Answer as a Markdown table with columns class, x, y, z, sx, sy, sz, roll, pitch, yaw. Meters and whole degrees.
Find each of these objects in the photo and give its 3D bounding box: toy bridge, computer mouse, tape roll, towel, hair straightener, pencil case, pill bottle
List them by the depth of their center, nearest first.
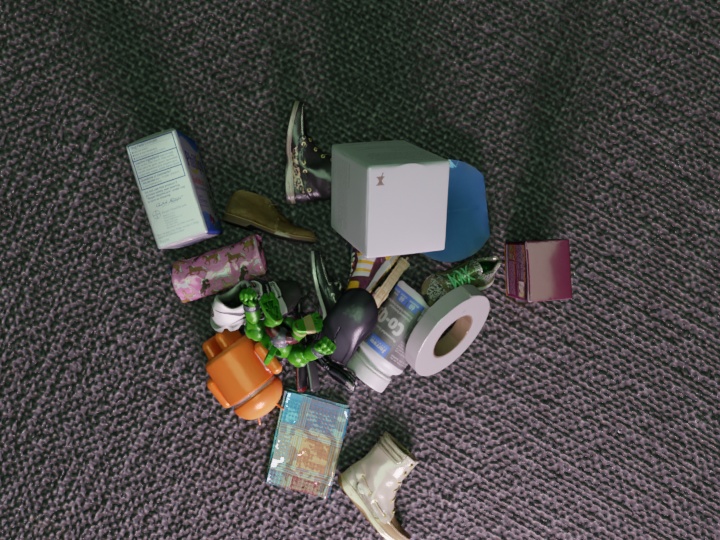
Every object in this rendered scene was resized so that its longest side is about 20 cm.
| class | x | y | z | sx | sy | sz | roll | pitch | yaw |
| --- | --- | --- | --- | --- | --- | --- | --- | --- | --- |
| computer mouse | -0.033 | 0.125 | 1.449 | 0.138 | 0.052 | 0.203 | 38 | 119 | 19 |
| tape roll | 0.170 | 0.117 | 1.488 | 0.203 | 0.203 | 0.037 | -47 | 59 | 1 |
| toy bridge | 0.038 | 0.051 | 1.519 | 0.027 | 0.067 | 0.202 | 36 | 75 | 0 |
| pill bottle | 0.065 | 0.133 | 1.525 | 0.113 | 0.114 | 0.202 | 36 | 91 | -2 |
| pencil case | -0.283 | -0.005 | 1.535 | 0.195 | 0.083 | 0.089 | -18 | 110 | 1 |
| hair straightener | -0.097 | 0.146 | 1.555 | 0.075 | 0.041 | 0.206 | -3 | 86 | 32 |
| towel | -0.110 | 0.358 | 1.579 | 0.143 | 0.022 | 0.206 | 13 | 92 | 0 |

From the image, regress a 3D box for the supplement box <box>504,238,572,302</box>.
| class | x | y | z | sx | sy | sz | roll | pitch | yaw |
| --- | --- | --- | --- | --- | --- | --- | --- | --- | --- |
| supplement box | 0.340 | -0.003 | 1.477 | 0.083 | 0.200 | 0.114 | -3 | 92 | -1 |

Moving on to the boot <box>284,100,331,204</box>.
| class | x | y | z | sx | sy | sz | roll | pitch | yaw |
| --- | --- | --- | --- | --- | --- | --- | --- | --- | --- |
| boot | -0.077 | -0.231 | 1.531 | 0.146 | 0.073 | 0.206 | 4 | 96 | 1 |

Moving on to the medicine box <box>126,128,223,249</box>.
| class | x | y | z | sx | sy | sz | roll | pitch | yaw |
| --- | --- | --- | --- | --- | --- | --- | --- | --- | --- |
| medicine box | -0.355 | -0.152 | 1.478 | 0.100 | 0.182 | 0.205 | -17 | 93 | 0 |

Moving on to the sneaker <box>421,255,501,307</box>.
| class | x | y | z | sx | sy | sz | roll | pitch | yaw |
| --- | --- | --- | --- | --- | --- | --- | --- | --- | --- |
| sneaker | 0.200 | 0.011 | 1.495 | 0.197 | 0.089 | 0.078 | -25 | 74 | -33 |

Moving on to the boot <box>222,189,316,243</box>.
| class | x | y | z | sx | sy | sz | roll | pitch | yaw |
| --- | --- | --- | --- | --- | --- | --- | --- | --- | --- |
| boot | -0.177 | -0.106 | 1.541 | 0.195 | 0.074 | 0.077 | 18 | 82 | 1 |

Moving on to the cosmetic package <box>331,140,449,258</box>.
| class | x | y | z | sx | sy | sz | roll | pitch | yaw |
| --- | --- | --- | --- | --- | --- | --- | --- | --- | --- |
| cosmetic package | 0.049 | -0.141 | 1.433 | 0.163 | 0.200 | 0.171 | -6 | 111 | -20 |

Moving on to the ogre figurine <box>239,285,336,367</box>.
| class | x | y | z | sx | sy | sz | roll | pitch | yaw |
| --- | --- | --- | --- | --- | --- | --- | --- | --- | --- |
| ogre figurine | -0.151 | 0.117 | 1.450 | 0.195 | 0.121 | 0.100 | 16 | 51 | -16 |

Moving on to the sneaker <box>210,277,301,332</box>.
| class | x | y | z | sx | sy | sz | roll | pitch | yaw |
| --- | --- | --- | --- | --- | --- | --- | --- | --- | --- |
| sneaker | -0.201 | 0.053 | 1.503 | 0.196 | 0.090 | 0.075 | -22 | 56 | -27 |

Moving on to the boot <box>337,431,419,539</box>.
| class | x | y | z | sx | sy | sz | roll | pitch | yaw |
| --- | --- | --- | --- | --- | --- | --- | --- | --- | --- |
| boot | 0.069 | 0.449 | 1.560 | 0.154 | 0.072 | 0.201 | -43 | 91 | -1 |

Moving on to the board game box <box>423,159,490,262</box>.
| class | x | y | z | sx | sy | sz | roll | pitch | yaw |
| --- | --- | --- | --- | --- | --- | --- | --- | --- | --- |
| board game box | 0.180 | -0.121 | 1.556 | 0.153 | 0.039 | 0.206 | -8 | 95 | -7 |

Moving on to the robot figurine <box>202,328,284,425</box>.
| class | x | y | z | sx | sy | sz | roll | pitch | yaw |
| --- | --- | --- | --- | --- | --- | --- | --- | --- | --- |
| robot figurine | -0.234 | 0.211 | 1.527 | 0.142 | 0.117 | 0.202 | -35 | 91 | -14 |

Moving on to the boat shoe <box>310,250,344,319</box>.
| class | x | y | z | sx | sy | sz | roll | pitch | yaw |
| --- | --- | --- | --- | --- | --- | --- | --- | --- | --- |
| boat shoe | -0.058 | 0.055 | 1.542 | 0.059 | 0.074 | 0.206 | -13 | 95 | 0 |

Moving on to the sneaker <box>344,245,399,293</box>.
| class | x | y | z | sx | sy | sz | roll | pitch | yaw |
| --- | --- | --- | --- | --- | --- | --- | --- | --- | --- |
| sneaker | 0.000 | 0.000 | 1.526 | 0.090 | 0.075 | 0.201 | 40 | 66 | 3 |
